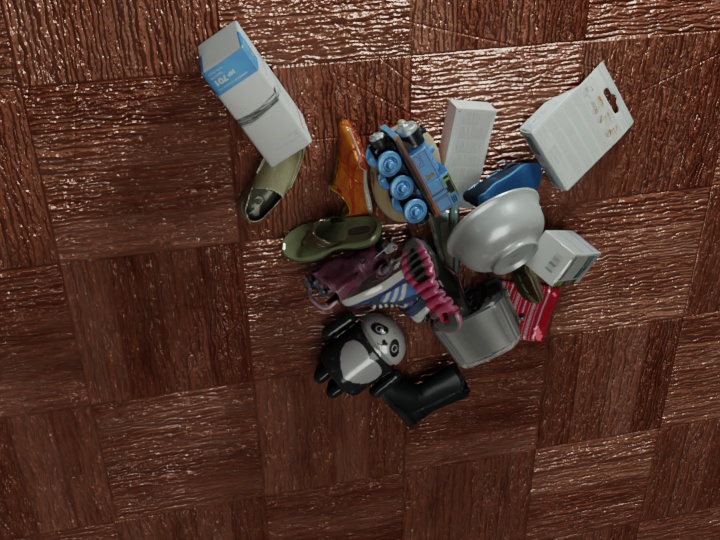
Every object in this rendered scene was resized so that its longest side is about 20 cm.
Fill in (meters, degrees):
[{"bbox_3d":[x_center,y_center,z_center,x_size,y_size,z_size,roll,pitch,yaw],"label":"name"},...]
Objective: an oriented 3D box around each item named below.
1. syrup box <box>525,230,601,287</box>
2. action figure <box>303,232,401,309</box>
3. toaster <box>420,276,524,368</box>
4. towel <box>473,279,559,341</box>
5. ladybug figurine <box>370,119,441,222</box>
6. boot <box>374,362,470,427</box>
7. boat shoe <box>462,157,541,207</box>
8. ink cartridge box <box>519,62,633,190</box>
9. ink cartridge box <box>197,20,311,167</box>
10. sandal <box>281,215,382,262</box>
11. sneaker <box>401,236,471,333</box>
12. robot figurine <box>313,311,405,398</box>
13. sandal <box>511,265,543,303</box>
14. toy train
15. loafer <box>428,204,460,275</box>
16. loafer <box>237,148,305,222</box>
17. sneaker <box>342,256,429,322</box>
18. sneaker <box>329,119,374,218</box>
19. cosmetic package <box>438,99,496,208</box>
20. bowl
[{"bbox_3d":[0.403,-0.026,1.726,0.079,0.081,0.200,-55,157,19],"label":"syrup box"},{"bbox_3d":[0.000,0.000,1.678,0.200,0.134,0.149,-30,152,-18],"label":"action figure"},{"bbox_3d":[0.235,0.114,1.788,0.200,0.114,0.129,-28,111,18],"label":"toaster"},{"bbox_3d":[0.322,0.089,1.869,0.199,0.023,0.145,5,118,-17],"label":"towel"},{"bbox_3d":[0.080,-0.188,1.610,0.135,0.072,0.201,-8,122,-11],"label":"ladybug figurine"},{"bbox_3d":[0.134,0.243,1.877,0.168,0.077,0.200,-31,130,9],"label":"boot"},{"bbox_3d":[0.271,-0.171,1.651,0.200,0.069,0.084,-17,113,-44],"label":"boat shoe"},{"bbox_3d":[0.418,-0.278,1.673,0.200,0.047,0.160,-45,122,-7],"label":"ink cartridge box"},{"bbox_3d":[-0.176,-0.292,1.437,0.086,0.147,0.200,-31,123,7],"label":"ink cartridge box"},{"bbox_3d":[-0.058,-0.071,1.614,0.200,0.080,0.057,-13,153,19],"label":"sandal"},{"bbox_3d":[0.153,0.019,1.690,0.079,0.095,0.200,-22,97,46],"label":"sneaker"},{"bbox_3d":[-0.001,0.176,1.774,0.200,0.125,0.150,-37,138,9],"label":"robot figurine"},{"bbox_3d":[0.340,-0.021,1.780,0.054,0.080,0.200,-38,121,-21],"label":"sandal"},{"bbox_3d":[0.090,-0.174,1.533,0.114,0.087,0.200,-35,121,-5],"label":"toy train"},{"bbox_3d":[0.165,-0.056,1.708,0.063,0.072,0.200,3,141,9],"label":"loafer"},{"bbox_3d":[-0.155,-0.164,1.566,0.075,0.068,0.200,21,113,-24],"label":"loafer"},{"bbox_3d":[0.071,0.063,1.751,0.200,0.081,0.147,-28,117,-5],"label":"sneaker"},{"bbox_3d":[-0.023,-0.179,1.593,0.077,0.073,0.201,-8,119,2],"label":"sneaker"},{"bbox_3d":[0.189,-0.218,1.634,0.082,0.051,0.201,0,120,-19],"label":"cosmetic package"},{"bbox_3d":[0.266,-0.056,1.613,0.201,0.091,0.201,-23,154,-12],"label":"bowl"}]
